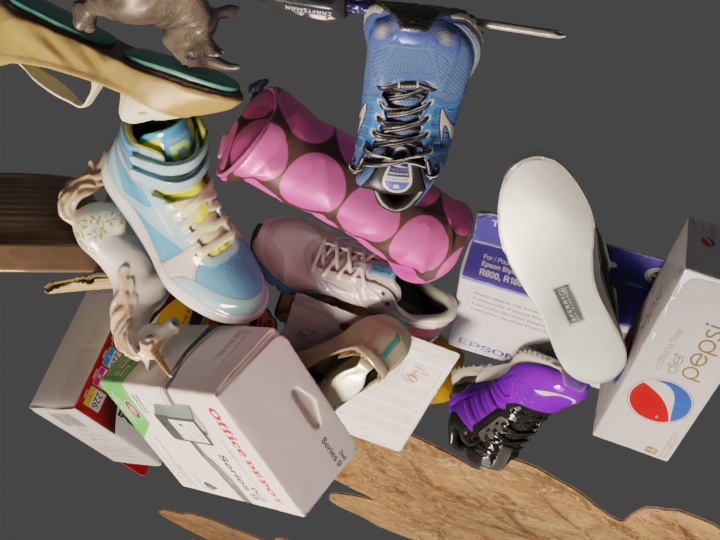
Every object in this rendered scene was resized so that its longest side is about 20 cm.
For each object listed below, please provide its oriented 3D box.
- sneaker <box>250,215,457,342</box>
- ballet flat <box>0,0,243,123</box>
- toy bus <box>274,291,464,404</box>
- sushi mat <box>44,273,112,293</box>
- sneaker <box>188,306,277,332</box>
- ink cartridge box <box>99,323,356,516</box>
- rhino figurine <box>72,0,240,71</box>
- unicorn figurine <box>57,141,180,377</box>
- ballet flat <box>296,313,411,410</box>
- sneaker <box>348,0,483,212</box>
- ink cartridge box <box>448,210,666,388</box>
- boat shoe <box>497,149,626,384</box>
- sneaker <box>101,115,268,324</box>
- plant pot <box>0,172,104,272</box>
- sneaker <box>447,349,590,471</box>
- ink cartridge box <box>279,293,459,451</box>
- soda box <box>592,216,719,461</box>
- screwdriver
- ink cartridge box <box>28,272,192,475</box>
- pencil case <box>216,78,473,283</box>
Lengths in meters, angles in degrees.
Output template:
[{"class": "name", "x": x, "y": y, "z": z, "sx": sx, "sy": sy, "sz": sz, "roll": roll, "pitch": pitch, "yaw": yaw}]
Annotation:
[{"class": "sneaker", "x": 0.000, "y": 0.000, "z": 0.893, "sx": 0.198, "sy": 0.076, "sz": 0.087, "roll": 24, "pitch": 160, "yaw": -12}, {"class": "ballet flat", "x": -0.184, "y": -0.146, "z": 0.761, "sx": 0.198, "sy": 0.069, "sz": 0.064, "roll": 24, "pitch": 110, "yaw": 5}, {"class": "toy bus", "x": 0.010, "y": 0.064, "z": 1.023, "sx": 0.199, "sy": 0.066, "sz": 0.078, "roll": 37, "pitch": 148, "yaw": -30}, {"class": "sushi mat", "x": -0.206, "y": 0.011, "z": 1.015, "sx": 0.199, "sy": 0.012, "sz": 0.095, "roll": -2, "pitch": 176, "yaw": -45}, {"class": "sneaker", "x": -0.130, "y": 0.059, "z": 1.034, "sx": 0.089, "sy": 0.071, "sz": 0.200, "roll": 17, "pitch": 173, "yaw": -7}, {"class": "ink cartridge box", "x": -0.120, "y": 0.127, "z": 0.899, "sx": 0.199, "sy": 0.084, "sz": 0.147, "roll": -3, "pitch": 127, "yaw": 50}, {"class": "rhino figurine", "x": -0.153, "y": -0.191, "z": 0.668, "sx": 0.087, "sy": 0.060, "sz": 0.200, "roll": -15, "pitch": 140, "yaw": 42}, {"class": "unicorn figurine", "x": -0.197, "y": -0.007, "z": 0.910, "sx": 0.200, "sy": 0.137, "sz": 0.074, "roll": 45, "pitch": 147, "yaw": 3}, {"class": "ballet flat", "x": -0.030, "y": 0.099, "z": 0.908, "sx": 0.069, "sy": 0.070, "sz": 0.200, "roll": 30, "pitch": 141, "yaw": -19}, {"class": "sneaker", "x": 0.035, "y": -0.098, "z": 0.656, "sx": 0.078, "sy": 0.090, "sz": 0.200, "roll": 7, "pitch": 158, "yaw": 5}, {"class": "ink cartridge box", "x": 0.180, "y": 0.038, "z": 0.884, "sx": 0.198, "sy": 0.041, "sz": 0.201, "roll": 16, "pitch": 153, "yaw": 9}, {"class": "boat shoe", "x": 0.155, "y": -0.008, "z": 0.780, "sx": 0.070, "sy": 0.064, "sz": 0.201, "roll": -13, "pitch": 118, "yaw": 19}, {"class": "sneaker", "x": -0.140, "y": -0.053, "z": 0.833, "sx": 0.200, "sy": 0.079, "sz": 0.131, "roll": 48, "pitch": 149, "yaw": 7}, {"class": "plant pot", "x": -0.323, "y": -0.044, "z": 0.979, "sx": 0.198, "sy": 0.094, "sz": 0.201, "roll": 0, "pitch": 180, "yaw": 0}, {"class": "sneaker", "x": 0.142, "y": 0.137, "z": 0.942, "sx": 0.069, "sy": 0.100, "sz": 0.200, "roll": 22, "pitch": 160, "yaw": -18}, {"class": "ink cartridge box", "x": -0.003, "y": 0.090, "z": 0.976, "sx": 0.161, "sy": 0.057, "sz": 0.201, "roll": 20, "pitch": 137, "yaw": -3}, {"class": "soda box", "x": 0.247, "y": 0.058, "z": 0.787, "sx": 0.067, "sy": 0.064, "sz": 0.201, "roll": 18, "pitch": 134, "yaw": 5}, {"class": "screwdriver", "x": 0.030, "y": -0.160, "z": 0.640, "sx": 0.198, "sy": 0.028, "sz": 0.029, "roll": 15, "pitch": 124, "yaw": 6}, {"class": "ink cartridge box", "x": -0.235, "y": 0.103, "z": 1.113, "sx": 0.083, "sy": 0.201, "sz": 0.176, "roll": -4, "pitch": 144, "yaw": 38}, {"class": "pencil case", "x": -0.012, "y": -0.062, "z": 0.782, "sx": 0.199, "sy": 0.091, "sz": 0.093, "roll": 31, "pitch": 151, "yaw": -24}]
